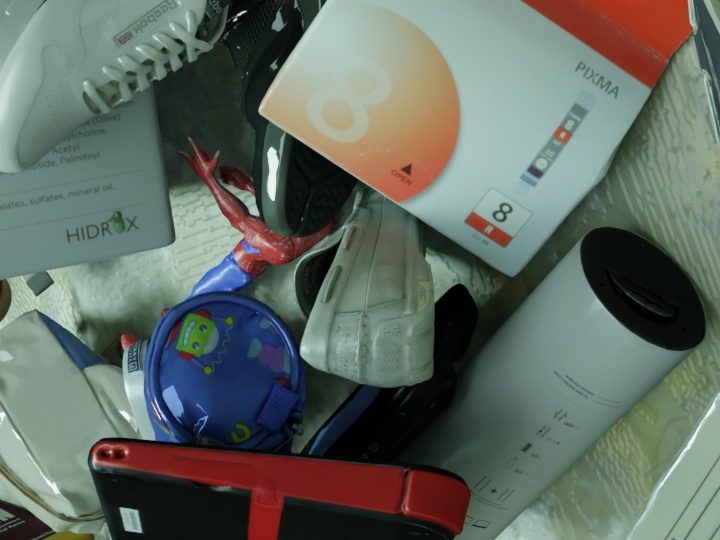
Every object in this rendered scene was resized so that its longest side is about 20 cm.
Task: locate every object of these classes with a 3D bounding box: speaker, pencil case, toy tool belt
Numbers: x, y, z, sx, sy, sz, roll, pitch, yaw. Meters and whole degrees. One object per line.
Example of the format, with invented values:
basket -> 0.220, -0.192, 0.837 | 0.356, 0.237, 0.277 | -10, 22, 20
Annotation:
speaker -> 0.093, 0.068, 0.833 | 0.081, 0.081, 0.200 | 49, 130, 14
pencil case -> -0.070, 0.072, 0.825 | 0.087, 0.078, 0.200 | 38, 165, 5
toy tool belt -> -0.205, 0.086, 1.056 | 0.200, 0.125, 0.123 | 48, 173, 21

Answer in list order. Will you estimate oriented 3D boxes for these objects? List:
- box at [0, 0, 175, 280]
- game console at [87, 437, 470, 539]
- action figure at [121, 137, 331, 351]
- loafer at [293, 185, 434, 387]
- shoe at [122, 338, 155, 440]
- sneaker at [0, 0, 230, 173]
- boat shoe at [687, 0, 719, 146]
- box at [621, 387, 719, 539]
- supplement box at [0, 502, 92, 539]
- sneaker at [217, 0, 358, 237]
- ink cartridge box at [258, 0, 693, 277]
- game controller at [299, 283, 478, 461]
box -> -0.237, -0.090, 0.921 | 0.199, 0.199, 0.172 | -159, 60, -65
game console -> -0.042, 0.124, 0.788 | 0.176, 0.031, 0.200 | 10, 158, -1
action figure -> -0.091, -0.021, 0.958 | 0.200, 0.065, 0.099 | -36, 91, 41
loafer -> 0.000, 0.000, 0.817 | 0.069, 0.200, 0.070 | 1, 109, -1
shoe -> -0.076, 0.118, 0.993 | 0.091, 0.072, 0.201 | -13, 126, 6
sneaker -> -0.120, -0.126, 0.802 | 0.080, 0.076, 0.200 | 35, 84, 9
boat shoe -> 0.196, -0.080, 0.722 | 0.072, 0.063, 0.201 | -20, 108, 5
box -> 0.238, 0.142, 0.724 | 0.200, 0.109, 0.128 | 40, 127, 22
supplement box -> -0.312, 0.290, 1.205 | 0.199, 0.133, 0.198 | 9, 112, 36
sneaker -> -0.049, -0.122, 0.877 | 0.114, 0.076, 0.201 | 9, 101, 41
ink cartridge box -> 0.067, -0.111, 0.760 | 0.162, 0.050, 0.200 | 33, 126, -8
game controller -> -0.001, 0.087, 0.882 | 0.042, 0.105, 0.200 | 32, 132, -11
